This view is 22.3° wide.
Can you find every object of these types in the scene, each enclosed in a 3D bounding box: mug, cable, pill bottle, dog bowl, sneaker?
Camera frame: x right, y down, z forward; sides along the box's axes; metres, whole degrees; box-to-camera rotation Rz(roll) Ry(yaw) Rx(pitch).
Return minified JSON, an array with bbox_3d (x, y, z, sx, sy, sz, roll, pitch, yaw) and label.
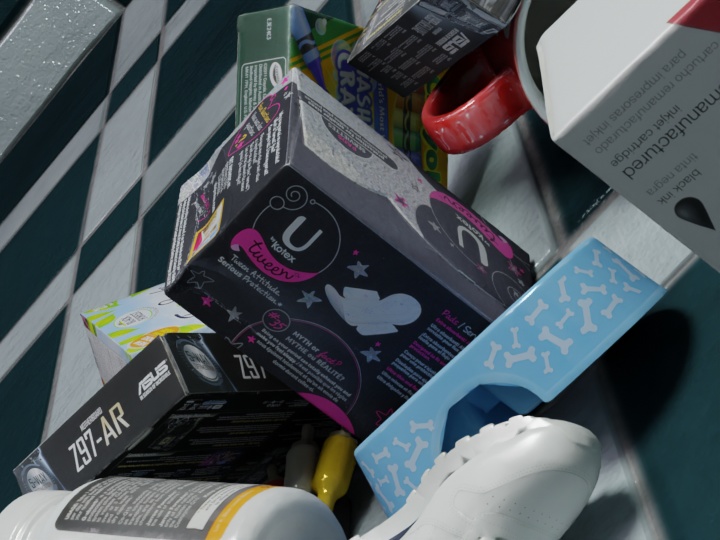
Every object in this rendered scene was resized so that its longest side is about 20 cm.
[{"bbox_3d":[0.116,-0.153,1.131,0.200,0.176,0.135,-123,27,-74],"label":"mug"},{"bbox_3d":[-0.038,0.174,1.089,0.097,0.050,0.201,-38,24,24],"label":"cable"},{"bbox_3d":[-0.111,0.174,1.015,0.199,0.117,0.117,-1,51,37],"label":"pill bottle"},{"bbox_3d":[0.073,0.058,0.964,0.200,0.050,0.111,-45,-6,26],"label":"dog bowl"},{"bbox_3d":[0.050,0.150,0.898,0.200,0.076,0.081,-47,30,32],"label":"sneaker"}]

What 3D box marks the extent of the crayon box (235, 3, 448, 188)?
[{"bbox_3d":[0.001,-0.093,1.220,0.051,0.199,0.127,-4,81,38],"label":"crayon box"}]

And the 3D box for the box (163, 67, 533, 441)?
[{"bbox_3d":[0.000,0.000,1.071,0.115,0.200,0.133,-43,22,22],"label":"box"}]

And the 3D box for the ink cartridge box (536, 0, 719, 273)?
[{"bbox_3d":[0.192,-0.063,0.738,0.147,0.199,0.083,-43,25,27],"label":"ink cartridge box"}]

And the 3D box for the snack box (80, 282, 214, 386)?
[{"bbox_3d":[-0.099,0.044,1.302,0.167,0.068,0.200,-20,11,-14],"label":"snack box"}]

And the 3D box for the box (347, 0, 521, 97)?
[{"bbox_3d":[0.070,-0.201,1.100,0.159,0.050,0.200,-63,11,-14],"label":"box"}]

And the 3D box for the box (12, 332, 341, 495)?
[{"bbox_3d":[-0.095,0.101,1.158,0.160,0.199,0.044,-42,64,31],"label":"box"}]
